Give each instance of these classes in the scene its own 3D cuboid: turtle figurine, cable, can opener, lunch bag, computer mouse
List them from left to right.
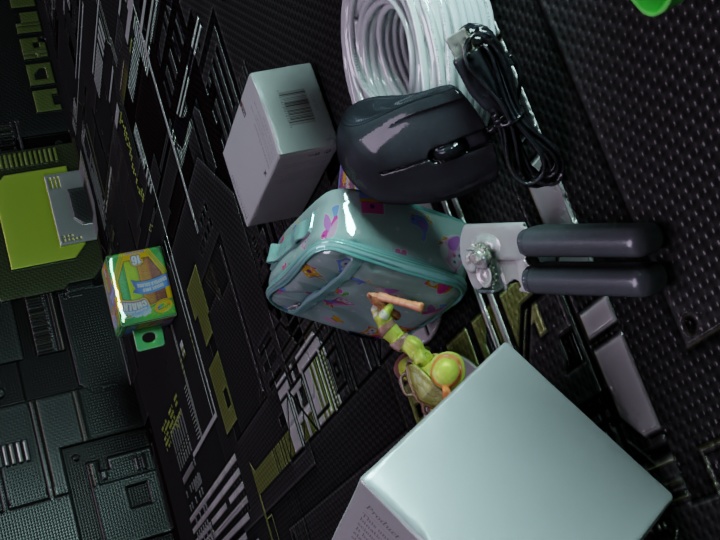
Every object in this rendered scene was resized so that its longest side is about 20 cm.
[{"bbox_3d":[0.000,0.000,0.957,0.200,0.158,0.078,139,141,-62],"label":"lunch bag"},{"bbox_3d":[0.044,-0.186,0.891,0.200,0.068,0.203,131,123,-64],"label":"cable"},{"bbox_3d":[0.046,-0.098,0.803,0.198,0.053,0.139,-10,121,46],"label":"computer mouse"},{"bbox_3d":[0.075,0.101,0.913,0.199,0.065,0.161,36,169,6],"label":"turtle figurine"},{"bbox_3d":[0.143,-0.012,0.757,0.199,0.066,0.053,2,105,59],"label":"can opener"}]

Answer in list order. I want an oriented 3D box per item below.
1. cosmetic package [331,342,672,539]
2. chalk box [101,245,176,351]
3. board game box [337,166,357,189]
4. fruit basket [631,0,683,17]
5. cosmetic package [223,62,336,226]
[{"bbox_3d":[0.090,0.202,0.779,0.167,0.166,0.201,42,146,16],"label":"cosmetic package"},{"bbox_3d":[-0.471,0.068,2.236,0.124,0.123,0.203,142,113,-66],"label":"chalk box"},{"bbox_3d":[-0.013,-0.022,1.152,0.159,0.038,0.202,-122,30,-41],"label":"board game box"},{"bbox_3d":[0.111,-0.231,0.525,0.156,0.213,0.217,107,144,-51],"label":"fruit basket"},{"bbox_3d":[-0.100,-0.146,1.254,0.114,0.080,0.200,69,156,17],"label":"cosmetic package"}]
